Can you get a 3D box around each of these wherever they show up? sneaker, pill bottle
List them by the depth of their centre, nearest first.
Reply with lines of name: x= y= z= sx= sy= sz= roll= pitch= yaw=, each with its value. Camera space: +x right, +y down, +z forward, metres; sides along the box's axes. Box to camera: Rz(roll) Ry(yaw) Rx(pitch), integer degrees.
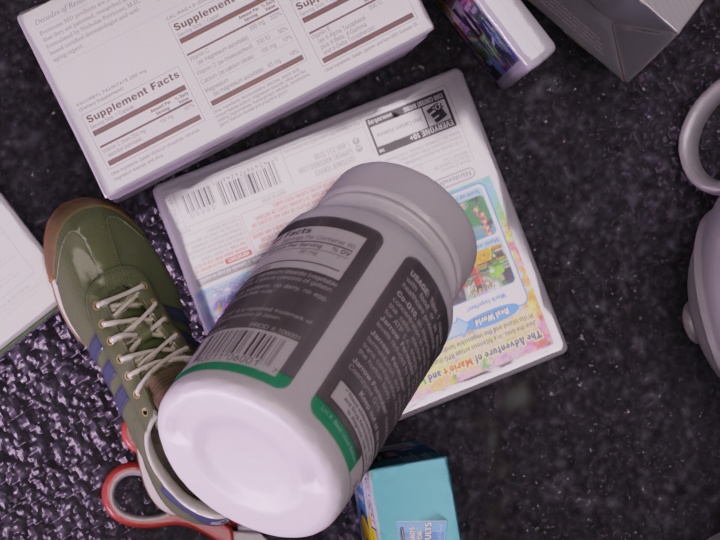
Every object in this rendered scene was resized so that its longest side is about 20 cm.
pill bottle: x=-0.017 y=0.038 z=1.193 sx=0.113 sy=0.113 sz=0.200 roll=37 pitch=50 yaw=-3
sneaker: x=-0.110 y=0.054 z=1.227 sx=0.067 sy=0.090 sz=0.201 roll=-26 pitch=106 yaw=-19

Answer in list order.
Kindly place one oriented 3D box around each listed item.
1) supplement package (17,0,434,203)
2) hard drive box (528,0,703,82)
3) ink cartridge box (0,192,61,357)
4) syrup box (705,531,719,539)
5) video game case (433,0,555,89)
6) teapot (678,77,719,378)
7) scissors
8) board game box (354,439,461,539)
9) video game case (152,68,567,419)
supplement package: x=-0.077 y=-0.132 z=1.235 sx=0.199 sy=0.156 sz=0.111 roll=-27 pitch=93 yaw=-4
hard drive box: x=0.160 y=-0.237 z=1.263 sx=0.156 sy=0.077 sz=0.200 roll=39 pitch=65 yaw=-3
ink cartridge box: x=-0.264 y=-0.033 z=1.267 sx=0.104 sy=0.059 sz=0.200 roll=-38 pitch=92 yaw=-6
syrup box: x=0.182 y=0.223 z=1.284 sx=0.199 sy=0.081 sz=0.079 roll=-28 pitch=92 yaw=-3
video game case: x=0.039 y=-0.183 z=1.222 sx=0.023 sy=0.200 sz=0.183 roll=-38 pitch=92 yaw=0
teapot: x=0.253 y=0.009 z=1.263 sx=0.145 sy=0.200 sz=0.198 roll=-15 pitch=120 yaw=32
scissors: x=-0.063 y=0.155 z=1.300 sx=0.199 sy=0.014 sz=0.073 roll=31 pitch=85 yaw=-1
board game box: x=0.035 y=0.202 z=1.238 sx=0.047 sy=0.151 sz=0.202 roll=-9 pitch=89 yaw=-4
video game case: x=0.000 y=0.000 z=1.305 sx=0.199 sy=0.024 sz=0.183 roll=-21 pitch=91 yaw=-5
